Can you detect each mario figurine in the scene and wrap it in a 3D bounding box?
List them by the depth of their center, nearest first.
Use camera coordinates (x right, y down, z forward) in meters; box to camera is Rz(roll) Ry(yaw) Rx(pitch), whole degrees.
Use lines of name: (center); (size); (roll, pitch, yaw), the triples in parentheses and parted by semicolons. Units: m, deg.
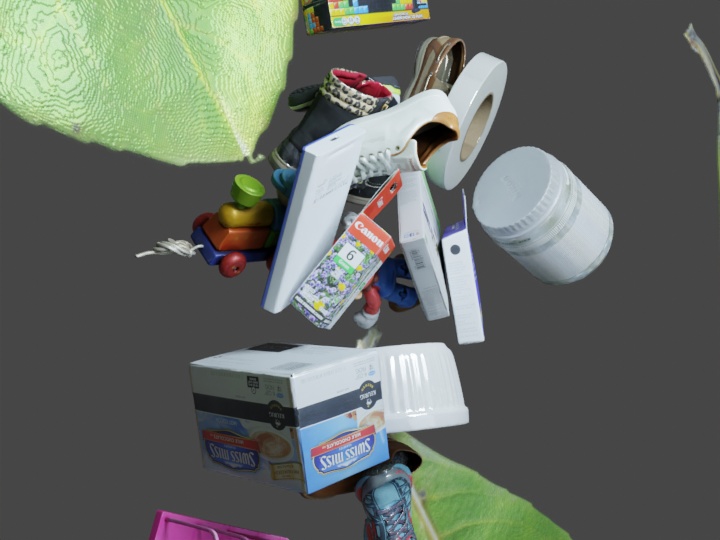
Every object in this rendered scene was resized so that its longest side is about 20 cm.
mario figurine: (0.000, 0.000, 1.267); (0.200, 0.106, 0.124); (19, 40, -53)

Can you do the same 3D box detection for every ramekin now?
ramekin: (0.036, 0.154, 1.204); (0.199, 0.199, 0.106); (3, 78, -44)

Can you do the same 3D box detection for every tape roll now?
tape roll: (0.152, -0.214, 1.348); (0.203, 0.037, 0.203); (-57, 165, -25)

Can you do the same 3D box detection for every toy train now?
toy train: (-0.149, -0.059, 1.063); (0.199, 0.085, 0.116); (-6, 138, -44)

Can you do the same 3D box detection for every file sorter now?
file sorter: (-0.139, 0.372, 1.070); (0.199, 0.125, 0.140); (27, 71, -41)

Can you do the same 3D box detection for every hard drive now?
hard drive: (-0.054, -0.061, 1.083); (0.132, 0.025, 0.201); (-40, 152, -59)

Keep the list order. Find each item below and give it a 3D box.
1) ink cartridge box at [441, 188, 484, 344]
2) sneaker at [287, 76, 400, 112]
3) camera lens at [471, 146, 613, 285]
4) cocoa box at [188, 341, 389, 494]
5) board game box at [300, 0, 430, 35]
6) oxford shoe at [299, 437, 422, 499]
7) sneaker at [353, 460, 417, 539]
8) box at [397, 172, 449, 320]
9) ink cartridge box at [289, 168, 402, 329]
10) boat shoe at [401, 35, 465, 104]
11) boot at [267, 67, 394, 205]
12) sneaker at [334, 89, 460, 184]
ink cartridge box: (0.143, -0.012, 1.335); (0.198, 0.043, 0.201); (-51, 134, -81)
sneaker: (-0.009, -0.213, 1.246); (0.199, 0.071, 0.083); (-15, 100, -43)
camera lens: (0.292, -0.082, 1.475); (0.200, 0.159, 0.161); (36, 65, -38)
cocoa box: (-0.084, 0.163, 1.076); (0.133, 0.199, 0.132); (-12, 98, -43)
board game box: (0.001, -0.414, 1.271); (0.199, 0.057, 0.166); (-20, 104, -43)
oxford shoe: (0.003, 0.263, 1.251); (0.199, 0.071, 0.072); (-7, 96, -42)
sneaker: (0.048, 0.333, 1.224); (0.079, 0.096, 0.201); (-19, 132, -12)
box: (0.082, -0.053, 1.260); (0.201, 0.036, 0.145); (-88, 162, -48)
ink cartridge box: (0.002, -0.022, 1.120); (0.050, 0.109, 0.200); (39, 89, 7)
boat shoe: (0.110, -0.252, 1.362); (0.075, 0.072, 0.201); (17, 77, -42)
boot: (-0.005, -0.169, 1.200); (0.199, 0.073, 0.151); (12, 123, -38)
sneaker: (0.027, -0.143, 1.125); (0.073, 0.199, 0.085); (52, 12, -47)
